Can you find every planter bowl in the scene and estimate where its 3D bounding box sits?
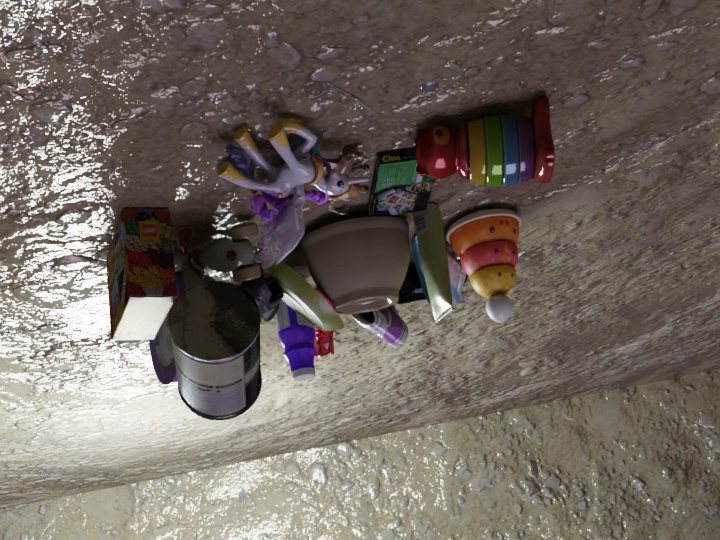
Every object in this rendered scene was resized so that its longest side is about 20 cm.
[{"bbox_3d":[0.000,0.000,1.707,0.197,0.137,0.200,-9,166,-2],"label":"planter bowl"}]

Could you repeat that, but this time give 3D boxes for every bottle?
[{"bbox_3d":[-0.127,0.114,1.876,0.065,0.203,0.083,-18,160,20],"label":"bottle"}]

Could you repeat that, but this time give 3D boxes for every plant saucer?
[{"bbox_3d":[-0.113,0.048,1.747,0.031,0.199,0.200,-47,163,-11],"label":"plant saucer"}]

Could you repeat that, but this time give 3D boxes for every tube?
[{"bbox_3d":[0.130,-0.015,1.668,0.051,0.203,0.058,-16,159,20],"label":"tube"}]

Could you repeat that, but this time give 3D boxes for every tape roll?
[{"bbox_3d":[-0.321,0.109,1.761,0.084,0.203,0.200,1,157,-30],"label":"tape roll"}]

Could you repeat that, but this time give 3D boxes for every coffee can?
[{"bbox_3d":[-0.234,0.134,1.562,0.144,0.148,0.201,-7,146,-10],"label":"coffee can"}]

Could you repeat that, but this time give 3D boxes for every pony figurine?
[{"bbox_3d":[-0.110,-0.124,1.372,0.192,0.168,0.199,-30,138,26],"label":"pony figurine"}]

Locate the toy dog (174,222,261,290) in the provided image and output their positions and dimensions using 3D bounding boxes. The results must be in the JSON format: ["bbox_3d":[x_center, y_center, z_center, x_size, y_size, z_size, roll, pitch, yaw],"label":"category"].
[{"bbox_3d":[-0.258,-0.018,1.600,0.198,0.133,0.096,-28,178,17],"label":"toy dog"}]

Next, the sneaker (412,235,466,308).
[{"bbox_3d":[0.154,-0.009,1.833,0.080,0.077,0.201,-26,135,-11],"label":"sneaker"}]

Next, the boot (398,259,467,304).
[{"bbox_3d":[0.100,0.013,1.916,0.196,0.074,0.162,-17,159,26],"label":"boot"}]

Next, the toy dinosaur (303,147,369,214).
[{"bbox_3d":[-0.054,-0.135,1.497,0.199,0.059,0.101,-33,136,29],"label":"toy dinosaur"}]

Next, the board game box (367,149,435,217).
[{"bbox_3d":[0.070,-0.142,1.562,0.103,0.024,0.200,-6,160,-7],"label":"board game box"}]

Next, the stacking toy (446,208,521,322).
[{"bbox_3d":[0.246,-0.001,1.766,0.144,0.203,0.146,-10,160,-4],"label":"stacking toy"}]

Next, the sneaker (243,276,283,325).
[{"bbox_3d":[-0.169,0.051,1.695,0.080,0.074,0.200,-32,179,8],"label":"sneaker"}]

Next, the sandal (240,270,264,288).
[{"bbox_3d":[-0.211,0.073,1.778,0.075,0.201,0.048,43,128,-18],"label":"sandal"}]

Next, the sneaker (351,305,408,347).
[{"bbox_3d":[0.019,0.080,1.983,0.114,0.073,0.200,31,-177,-27],"label":"sneaker"}]

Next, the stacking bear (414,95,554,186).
[{"bbox_3d":[0.179,-0.179,1.413,0.197,0.123,0.114,-2,153,4],"label":"stacking bear"}]

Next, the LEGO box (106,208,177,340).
[{"bbox_3d":[-0.360,0.010,1.556,0.076,0.151,0.200,0,157,-23],"label":"LEGO box"}]

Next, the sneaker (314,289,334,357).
[{"bbox_3d":[-0.069,0.116,2.030,0.077,0.117,0.200,-8,159,-8],"label":"sneaker"}]
